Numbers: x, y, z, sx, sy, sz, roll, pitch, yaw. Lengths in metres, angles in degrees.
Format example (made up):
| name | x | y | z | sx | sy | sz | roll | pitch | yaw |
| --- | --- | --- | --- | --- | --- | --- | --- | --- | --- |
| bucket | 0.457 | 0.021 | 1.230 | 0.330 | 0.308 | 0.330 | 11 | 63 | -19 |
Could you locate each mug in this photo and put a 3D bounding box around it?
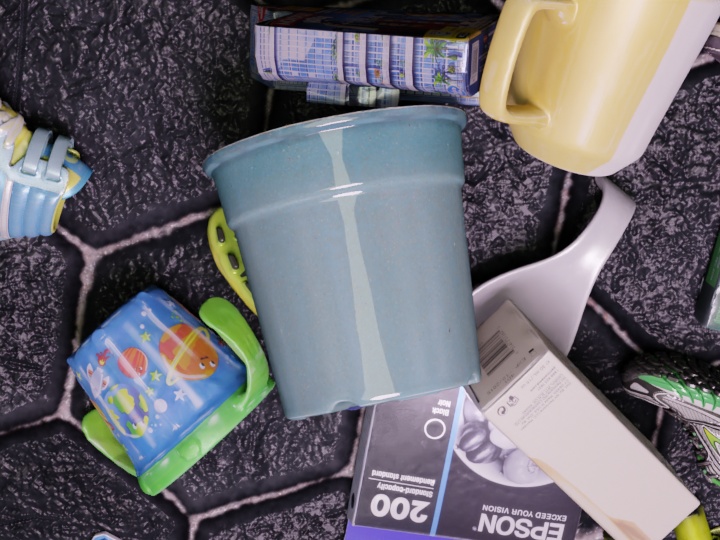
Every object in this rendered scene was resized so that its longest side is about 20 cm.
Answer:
| name | x | y | z | sx | sy | sz | roll | pitch | yaw |
| --- | --- | --- | --- | --- | --- | --- | --- | --- | --- |
| mug | 0.160 | -0.160 | 1.002 | 0.185 | 0.150 | 0.154 | 8 | 116 | -19 |

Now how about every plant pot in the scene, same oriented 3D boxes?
| name | x | y | z | sx | sy | sz | roll | pitch | yaw |
| --- | --- | --- | --- | --- | --- | --- | --- | --- | --- |
| plant pot | 0.000 | 0.000 | 0.986 | 0.199 | 0.200 | 0.198 | -12 | 85 | 3 |

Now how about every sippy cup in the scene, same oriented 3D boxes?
| name | x | y | z | sx | sy | sz | roll | pitch | yaw |
| --- | --- | --- | --- | --- | --- | --- | --- | --- | --- |
| sippy cup | -0.160 | 0.088 | 1.083 | 0.178 | 0.140 | 0.130 | -42 | 91 | 2 |

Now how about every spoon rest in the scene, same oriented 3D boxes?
| name | x | y | z | sx | sy | sz | roll | pitch | yaw |
| --- | --- | --- | --- | --- | --- | --- | --- | --- | --- |
| spoon rest | 0.150 | 0.014 | 1.083 | 0.099 | 0.061 | 0.200 | 36 | 96 | -10 |

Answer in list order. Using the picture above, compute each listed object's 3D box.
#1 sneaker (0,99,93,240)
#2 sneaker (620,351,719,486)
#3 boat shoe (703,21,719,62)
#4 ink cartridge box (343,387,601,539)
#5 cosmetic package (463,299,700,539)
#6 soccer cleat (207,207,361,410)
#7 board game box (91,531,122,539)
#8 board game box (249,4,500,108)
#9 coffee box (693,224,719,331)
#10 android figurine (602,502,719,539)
| name | x | y | z | sx | sy | sz | roll | pitch | yaw |
| --- | --- | --- | --- | --- | --- | --- | --- | --- | --- |
| sneaker | -0.277 | -0.115 | 1.045 | 0.129 | 0.080 | 0.201 | -1 | 116 | 2 |
| sneaker | 0.300 | 0.137 | 1.122 | 0.199 | 0.078 | 0.085 | 31 | 104 | -9 |
| boat shoe | 0.346 | -0.123 | 1.051 | 0.199 | 0.072 | 0.065 | 30 | 99 | -15 |
| ink cartridge box | 0.093 | 0.184 | 1.152 | 0.197 | 0.043 | 0.202 | 9 | 107 | -4 |
| cosmetic package | 0.167 | 0.125 | 1.053 | 0.071 | 0.105 | 0.200 | -43 | 112 | 6 |
| soccer cleat | -0.061 | 0.035 | 1.097 | 0.200 | 0.084 | 0.065 | 48 | 61 | 1 |
| board game box | -0.197 | 0.362 | 1.210 | 0.199 | 0.026 | 0.201 | 30 | 104 | -9 |
| board game box | -0.003 | -0.159 | 0.995 | 0.198 | 0.200 | 0.062 | 5 | 106 | 13 |
| coffee box | 0.388 | 0.005 | 1.101 | 0.198 | 0.044 | 0.124 | 12 | 105 | -5 |
| android figurine | 0.287 | 0.306 | 1.191 | 0.181 | 0.041 | 0.201 | -18 | 104 | 5 |
